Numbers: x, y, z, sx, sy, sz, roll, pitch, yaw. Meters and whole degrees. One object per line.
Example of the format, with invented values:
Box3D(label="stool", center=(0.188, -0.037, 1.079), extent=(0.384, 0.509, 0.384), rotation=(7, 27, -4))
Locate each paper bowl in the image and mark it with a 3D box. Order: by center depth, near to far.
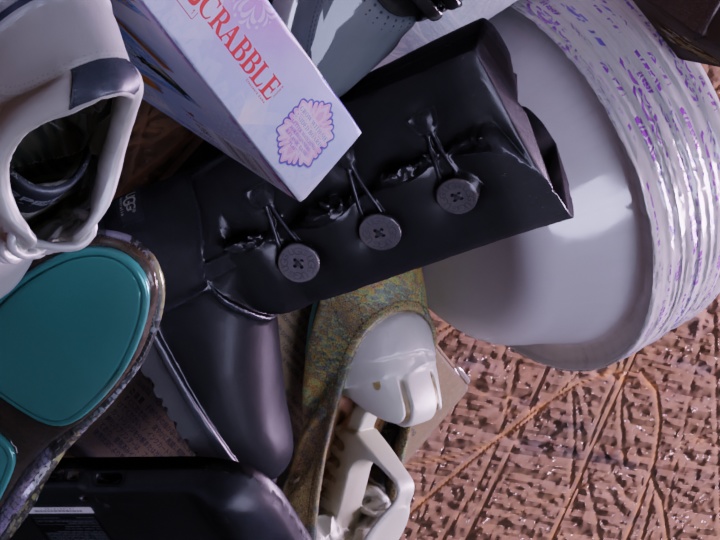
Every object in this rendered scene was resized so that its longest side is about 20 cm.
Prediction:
Box3D(label="paper bowl", center=(0.076, -0.046, 1.262), extent=(0.104, 0.200, 0.201), rotation=(-28, 131, -29))

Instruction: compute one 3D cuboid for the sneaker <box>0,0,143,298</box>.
Box3D(label="sneaker", center=(-0.129, -0.032, 0.979), extent=(0.073, 0.071, 0.200), rotation=(-14, 153, -25))

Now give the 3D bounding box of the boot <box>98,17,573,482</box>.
Box3D(label="boot", center=(0.000, -0.001, 1.148), extent=(0.199, 0.066, 0.165), rotation=(-26, 125, 10))

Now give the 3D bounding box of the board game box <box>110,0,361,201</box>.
Box3D(label="board game box", center=(-0.113, -0.134, 1.028), extent=(0.041, 0.200, 0.200), rotation=(-48, 139, -9))

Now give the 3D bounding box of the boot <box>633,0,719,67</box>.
Box3D(label="boot", center=(0.148, -0.195, 1.149), extent=(0.201, 0.186, 0.064), rotation=(-62, 179, 15))

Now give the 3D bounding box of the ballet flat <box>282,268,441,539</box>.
Box3D(label="ballet flat", center=(0.004, 0.074, 1.261), extent=(0.070, 0.071, 0.201), rotation=(-4, 117, -42))

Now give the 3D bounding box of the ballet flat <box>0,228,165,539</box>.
Box3D(label="ballet flat", center=(-0.142, 0.049, 1.121), extent=(0.072, 0.072, 0.201), rotation=(8, 128, -46))

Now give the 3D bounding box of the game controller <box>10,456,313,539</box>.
Box3D(label="game controller", center=(-0.120, 0.117, 1.202), extent=(0.042, 0.199, 0.105), rotation=(-74, 153, -42))

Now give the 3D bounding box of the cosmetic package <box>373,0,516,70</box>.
Box3D(label="cosmetic package", center=(0.001, -0.204, 1.153), extent=(0.200, 0.123, 0.200), rotation=(-35, 135, -24))

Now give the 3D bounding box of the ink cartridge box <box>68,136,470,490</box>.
Box3D(label="ink cartridge box", center=(-0.058, 0.052, 1.293), extent=(0.165, 0.075, 0.200), rotation=(-49, 137, -10))

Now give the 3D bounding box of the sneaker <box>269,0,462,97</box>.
Box3D(label="sneaker", center=(0.053, -0.135, 1.060), extent=(0.084, 0.121, 0.200), rotation=(31, 93, -49))
